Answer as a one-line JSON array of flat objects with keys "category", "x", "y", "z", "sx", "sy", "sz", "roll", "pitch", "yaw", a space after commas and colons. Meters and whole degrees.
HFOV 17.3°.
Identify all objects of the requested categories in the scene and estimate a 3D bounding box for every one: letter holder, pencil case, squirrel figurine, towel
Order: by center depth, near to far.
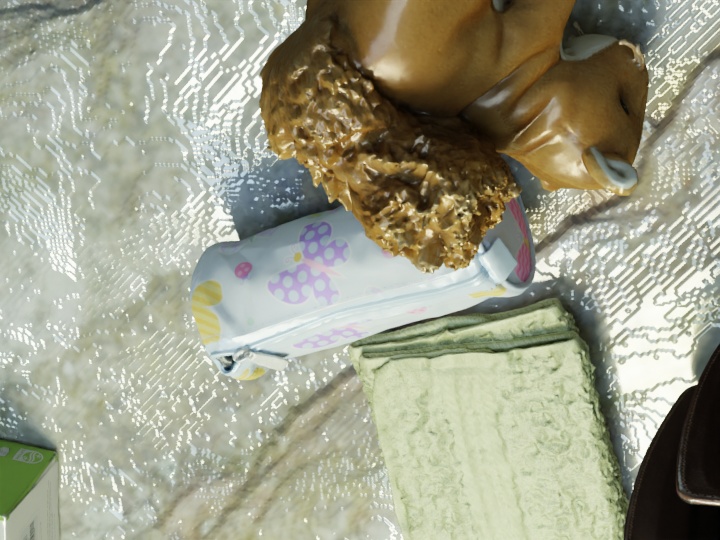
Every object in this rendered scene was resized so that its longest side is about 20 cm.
[{"category": "squirrel figurine", "x": 0.055, "y": -0.088, "z": 1.232, "sx": 0.187, "sy": 0.200, "sz": 0.141, "roll": 42, "pitch": 163, "yaw": -23}, {"category": "letter holder", "x": 0.215, "y": 0.073, "z": 1.242, "sx": 0.141, "sy": 0.200, "sz": 0.101, "roll": 3, "pitch": 116, "yaw": 17}, {"category": "pencil case", "x": 0.000, "y": 0.000, "z": 1.342, "sx": 0.199, "sy": 0.091, "sz": 0.083, "roll": -19, "pitch": 108, "yaw": 25}, {"category": "towel", "x": 0.084, "y": 0.116, "z": 1.404, "sx": 0.148, "sy": 0.037, "sz": 0.201, "roll": -9, "pitch": 112, "yaw": 21}]

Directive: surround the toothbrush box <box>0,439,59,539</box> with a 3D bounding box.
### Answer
[{"category": "toothbrush box", "x": -0.302, "y": 0.179, "z": 1.537, "sx": 0.199, "sy": 0.086, "sz": 0.146, "roll": 12, "pitch": 118, "yaw": 14}]
